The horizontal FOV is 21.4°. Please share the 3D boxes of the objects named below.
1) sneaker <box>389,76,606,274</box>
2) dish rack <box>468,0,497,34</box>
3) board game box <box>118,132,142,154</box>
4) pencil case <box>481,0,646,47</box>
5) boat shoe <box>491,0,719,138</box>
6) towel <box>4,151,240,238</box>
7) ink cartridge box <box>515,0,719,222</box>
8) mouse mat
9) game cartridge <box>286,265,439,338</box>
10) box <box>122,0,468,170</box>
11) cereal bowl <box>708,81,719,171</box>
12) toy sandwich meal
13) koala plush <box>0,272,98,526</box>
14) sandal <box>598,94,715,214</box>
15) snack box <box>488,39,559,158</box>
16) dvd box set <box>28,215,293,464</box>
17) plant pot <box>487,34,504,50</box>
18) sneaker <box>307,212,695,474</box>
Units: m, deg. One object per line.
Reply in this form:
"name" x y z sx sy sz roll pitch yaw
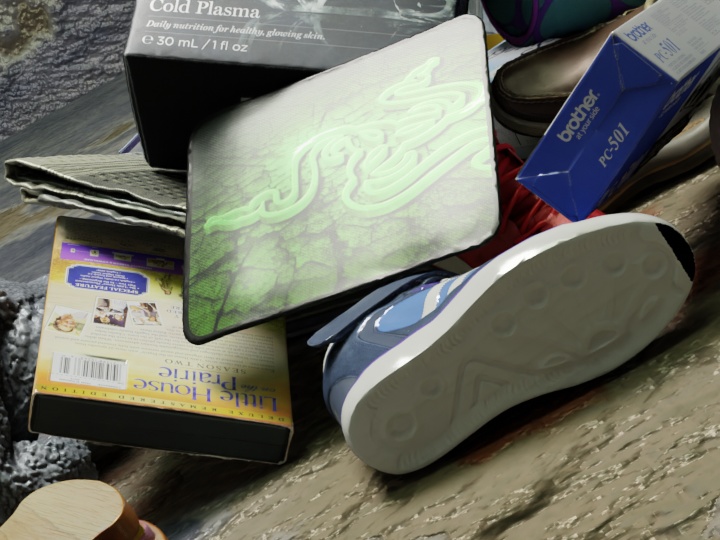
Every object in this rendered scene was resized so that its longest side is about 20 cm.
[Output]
"sneaker" 0.071 -0.044 1.063 0.078 0.116 0.200 -42 31 -21
"dish rack" 0.151 -0.236 1.351 0.171 0.044 0.200 -24 -19 -6
"board game box" -0.093 -0.073 1.384 0.034 0.136 0.200 -35 2 -32
"pencil case" 0.179 -0.210 1.258 0.199 0.093 0.085 -16 18 -18
"boat shoe" 0.178 -0.143 1.208 0.201 0.075 0.075 -14 52 -7
"towel" -0.102 -0.042 1.220 0.192 0.035 0.200 16 12 28
"ink cartridge box" 0.154 -0.098 1.019 0.094 0.044 0.200 -57 -10 28
"mouse mat" -0.015 -0.052 1.061 0.199 0.008 0.162 -19 52 22
"game cartridge" 0.000 0.000 1.271 0.199 0.039 0.130 -17 15 38
"box" -0.031 -0.170 1.211 0.199 0.124 0.198 5 58 5
"cereal bowl" 0.278 -0.117 1.048 0.199 0.084 0.200 -26 16 8
"toy sandwich meal" -0.175 0.181 0.912 0.204 0.071 0.205 -27 15 8
"koala plush" -0.203 0.052 1.240 0.199 0.185 0.177 -24 10 -36
"sandal" 0.142 -0.064 1.174 0.199 0.055 0.082 -29 14 4
"snack box" 0.162 -0.144 1.380 0.168 0.068 0.200 -34 15 -28
"dvd box set" -0.115 0.037 1.122 0.145 0.030 0.200 8 29 -10
"plant pot" -0.001 -0.164 1.543 0.199 0.201 0.176 -33 3 -15
"sneaker" 0.067 0.017 0.990 0.199 0.081 0.147 -33 18 5
